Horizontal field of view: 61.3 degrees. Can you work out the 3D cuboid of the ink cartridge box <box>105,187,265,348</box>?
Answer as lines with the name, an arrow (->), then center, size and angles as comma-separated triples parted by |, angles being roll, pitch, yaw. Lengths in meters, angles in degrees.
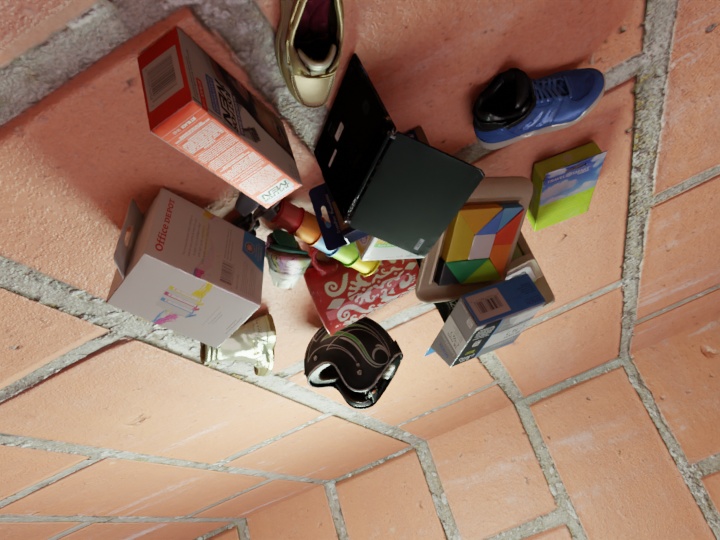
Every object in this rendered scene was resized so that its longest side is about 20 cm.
ink cartridge box -> -0.251, -0.005, 0.857 | 0.199, 0.130, 0.125 | 28, 128, -29

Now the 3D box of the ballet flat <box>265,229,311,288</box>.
ballet flat -> -0.117, -0.013, 0.929 | 0.068, 0.200, 0.072 | 11, 99, -15

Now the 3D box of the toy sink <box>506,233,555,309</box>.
toy sink -> 0.264, -0.013, 1.155 | 0.129, 0.202, 0.112 | -27, 152, 16

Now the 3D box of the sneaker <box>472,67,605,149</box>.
sneaker -> 0.253, -0.247, 0.862 | 0.198, 0.078, 0.111 | -19, 162, 13

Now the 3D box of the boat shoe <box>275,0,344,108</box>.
boat shoe -> -0.055, -0.247, 0.669 | 0.073, 0.067, 0.201 | -15, 152, -9

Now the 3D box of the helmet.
helmet -> -0.024, 0.195, 1.347 | 0.200, 0.190, 0.201 | -48, 159, -25

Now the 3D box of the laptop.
laptop -> 0.038, -0.141, 0.785 | 0.102, 0.202, 0.178 | -9, 151, -29

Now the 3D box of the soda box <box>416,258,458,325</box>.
soda box -> 0.143, -0.006, 1.084 | 0.063, 0.202, 0.071 | -19, 153, -7

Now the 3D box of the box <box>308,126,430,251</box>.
box -> 0.021, -0.119, 0.889 | 0.198, 0.122, 0.032 | -24, 152, 8

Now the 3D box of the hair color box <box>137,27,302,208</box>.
hair color box -> -0.155, -0.167, 0.700 | 0.063, 0.112, 0.200 | -28, 152, 16

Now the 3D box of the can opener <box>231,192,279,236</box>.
can opener -> -0.188, -0.075, 0.925 | 0.199, 0.054, 0.067 | -35, 117, 27

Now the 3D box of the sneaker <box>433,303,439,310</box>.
sneaker -> 0.144, 0.034, 1.185 | 0.059, 0.201, 0.105 | -16, 137, -9

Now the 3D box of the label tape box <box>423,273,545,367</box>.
label tape box -> 0.207, 0.103, 1.037 | 0.143, 0.064, 0.201 | -16, 149, -25

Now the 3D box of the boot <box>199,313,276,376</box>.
boot -> -0.259, 0.170, 1.274 | 0.153, 0.073, 0.201 | -10, 145, -20

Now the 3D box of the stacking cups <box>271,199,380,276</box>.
stacking cups -> -0.053, -0.056, 0.975 | 0.199, 0.061, 0.060 | 28, 128, -35

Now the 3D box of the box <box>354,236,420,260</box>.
box -> 0.085, -0.092, 0.989 | 0.198, 0.114, 0.102 | -3, 146, -28

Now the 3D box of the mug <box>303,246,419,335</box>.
mug -> 0.005, 0.011, 1.106 | 0.198, 0.135, 0.178 | -24, 154, 0

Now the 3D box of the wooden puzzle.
wooden puzzle -> 0.183, -0.045, 0.958 | 0.183, 0.037, 0.203 | -6, 118, -28

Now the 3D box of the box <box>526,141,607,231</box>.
box -> 0.380, -0.158, 1.136 | 0.121, 0.048, 0.201 | -21, 152, 0
